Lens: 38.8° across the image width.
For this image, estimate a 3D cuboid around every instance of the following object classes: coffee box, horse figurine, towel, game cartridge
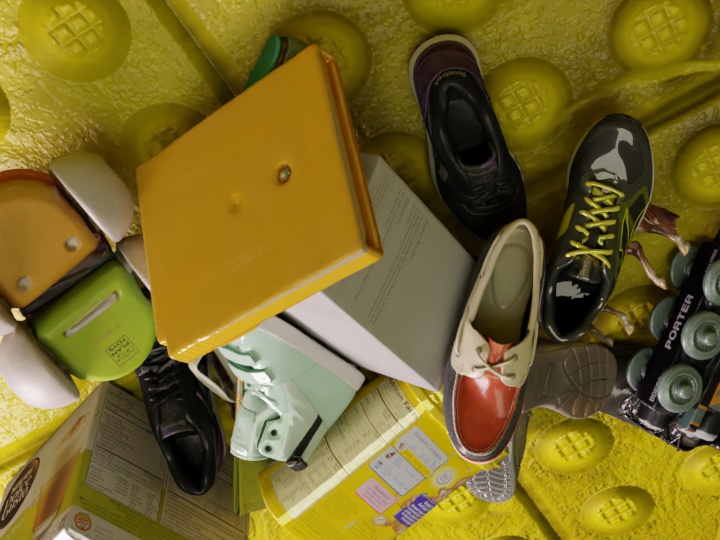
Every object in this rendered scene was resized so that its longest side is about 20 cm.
[{"bbox_3d":[-0.247,0.276,1.035,0.199,0.199,0.200,35,118,-24],"label":"coffee box"},{"bbox_3d":[0.213,-0.005,0.944,0.132,0.050,0.201,30,130,2],"label":"horse figurine"},{"bbox_3d":[-0.078,0.149,0.974,0.085,0.018,0.202,-7,123,-21],"label":"towel"},{"bbox_3d":[-0.084,-0.046,0.765,0.199,0.178,0.032,-29,150,29],"label":"game cartridge"}]

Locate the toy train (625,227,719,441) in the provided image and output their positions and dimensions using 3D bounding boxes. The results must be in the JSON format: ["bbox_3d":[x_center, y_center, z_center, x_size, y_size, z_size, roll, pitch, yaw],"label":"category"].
[{"bbox_3d":[0.333,0.064,0.962,0.113,0.085,0.202,21,94,-18],"label":"toy train"}]

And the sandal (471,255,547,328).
[{"bbox_3d":[0.096,0.022,0.961,0.198,0.055,0.082,-14,113,27],"label":"sandal"}]

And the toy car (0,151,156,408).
[{"bbox_3d":[-0.255,0.001,0.868,0.175,0.150,0.201,-40,120,-10],"label":"toy car"}]

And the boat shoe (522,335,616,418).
[{"bbox_3d":[0.165,0.091,0.951,0.199,0.071,0.077,12,97,-42],"label":"boat shoe"}]

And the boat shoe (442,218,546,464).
[{"bbox_3d":[0.112,0.057,0.837,0.070,0.063,0.202,14,81,3],"label":"boat shoe"}]

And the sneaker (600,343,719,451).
[{"bbox_3d":[0.307,0.135,1.037,0.198,0.091,0.076,10,127,-10],"label":"sneaker"}]

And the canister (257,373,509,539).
[{"bbox_3d":[0.020,0.180,0.966,0.199,0.087,0.149,-39,123,6],"label":"canister"}]

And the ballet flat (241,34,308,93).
[{"bbox_3d":[-0.091,-0.101,0.853,0.074,0.075,0.200,28,121,-22],"label":"ballet flat"}]

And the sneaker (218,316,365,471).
[{"bbox_3d":[-0.093,0.097,0.868,0.200,0.074,0.119,35,81,-32],"label":"sneaker"}]

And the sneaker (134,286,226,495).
[{"bbox_3d":[-0.171,0.113,0.960,0.075,0.088,0.202,-18,103,-2],"label":"sneaker"}]

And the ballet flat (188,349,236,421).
[{"bbox_3d":[-0.135,0.058,0.942,0.069,0.071,0.201,9,131,48],"label":"ballet flat"}]

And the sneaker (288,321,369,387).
[{"bbox_3d":[-0.036,0.123,1.026,0.084,0.077,0.202,0,119,8],"label":"sneaker"}]

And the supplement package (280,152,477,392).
[{"bbox_3d":[0.000,0.000,0.844,0.116,0.118,0.200,12,159,39],"label":"supplement package"}]

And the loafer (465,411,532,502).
[{"bbox_3d":[0.138,0.139,1.051,0.074,0.070,0.202,10,117,19],"label":"loafer"}]

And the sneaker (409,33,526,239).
[{"bbox_3d":[0.092,-0.088,0.850,0.075,0.088,0.201,-21,126,9],"label":"sneaker"}]

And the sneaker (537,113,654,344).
[{"bbox_3d":[0.198,-0.027,0.847,0.074,0.085,0.202,13,108,7],"label":"sneaker"}]
